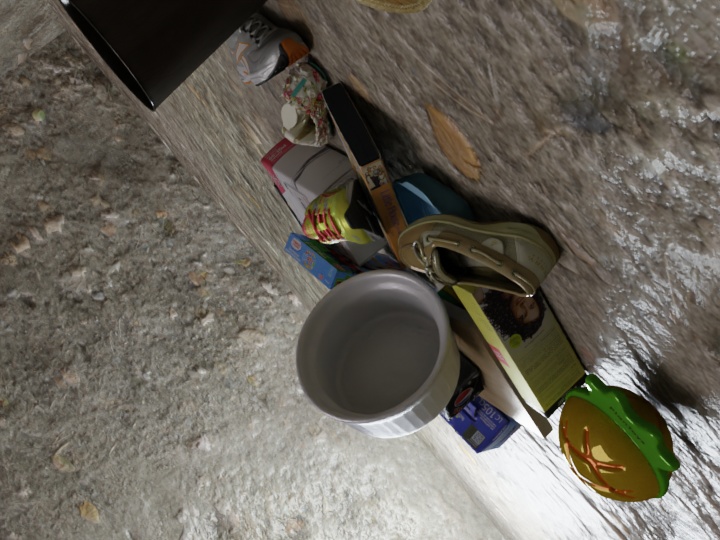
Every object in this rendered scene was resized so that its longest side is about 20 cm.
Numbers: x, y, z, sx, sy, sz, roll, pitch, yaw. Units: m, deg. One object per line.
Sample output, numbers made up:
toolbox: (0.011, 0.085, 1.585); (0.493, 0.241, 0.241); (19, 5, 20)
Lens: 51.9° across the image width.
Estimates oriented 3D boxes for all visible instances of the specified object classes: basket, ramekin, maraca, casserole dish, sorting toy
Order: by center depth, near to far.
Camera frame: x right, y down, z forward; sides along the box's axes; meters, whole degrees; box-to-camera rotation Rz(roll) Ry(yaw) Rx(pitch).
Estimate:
maraca: (0.264, 0.172, 0.760); (0.137, 0.107, 0.200); (46, 168, 24)
basket: (-0.196, -0.294, 0.796); (0.180, 0.200, 0.136); (44, 169, 30)
casserole dish: (0.103, -0.041, 0.878); (0.121, 0.039, 0.200); (40, 166, 41)
ramekin: (0.028, 0.108, 0.922); (0.200, 0.200, 0.098); (41, 173, 38)
sorting toy: (0.172, 0.102, 1.005); (0.199, 0.070, 0.200); (55, 169, -23)

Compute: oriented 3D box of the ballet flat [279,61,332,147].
ballet flat: (-0.079, -0.206, 0.979); (0.075, 0.064, 0.200); (37, 168, 10)

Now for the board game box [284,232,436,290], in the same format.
board game box: (0.000, 0.000, 1.162); (0.199, 0.037, 0.151); (13, -164, -38)

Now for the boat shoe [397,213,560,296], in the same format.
boat shoe: (0.106, -0.010, 0.760); (0.200, 0.063, 0.073); (8, 143, 46)

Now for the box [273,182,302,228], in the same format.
box: (-0.063, -0.076, 1.425); (0.198, 0.050, 0.200); (41, 167, 43)

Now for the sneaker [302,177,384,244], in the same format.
sneaker: (-0.028, -0.061, 0.913); (0.200, 0.090, 0.079); (-121, 5, -81)

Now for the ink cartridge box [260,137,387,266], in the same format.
ink cartridge box: (-0.050, -0.114, 1.133); (0.200, 0.083, 0.147); (37, 163, 51)

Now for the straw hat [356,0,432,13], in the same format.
straw hat: (-0.011, -0.262, 0.460); (0.201, 0.085, 0.201); (35, 174, 5)

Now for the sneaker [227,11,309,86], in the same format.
sneaker: (-0.131, -0.286, 0.917); (0.092, 0.076, 0.200); (59, 166, -22)

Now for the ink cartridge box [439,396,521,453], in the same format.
ink cartridge box: (0.181, 0.220, 1.197); (0.136, 0.076, 0.200); (44, -170, 23)

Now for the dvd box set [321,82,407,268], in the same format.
dvd box set: (0.014, -0.112, 0.910); (0.200, 0.029, 0.147); (64, -179, -53)

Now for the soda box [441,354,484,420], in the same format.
soda box: (0.079, 0.112, 1.039); (0.200, 0.071, 0.063); (43, 167, 34)

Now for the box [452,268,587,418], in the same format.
box: (0.183, 0.071, 0.840); (0.200, 0.075, 0.050); (54, 169, -26)
